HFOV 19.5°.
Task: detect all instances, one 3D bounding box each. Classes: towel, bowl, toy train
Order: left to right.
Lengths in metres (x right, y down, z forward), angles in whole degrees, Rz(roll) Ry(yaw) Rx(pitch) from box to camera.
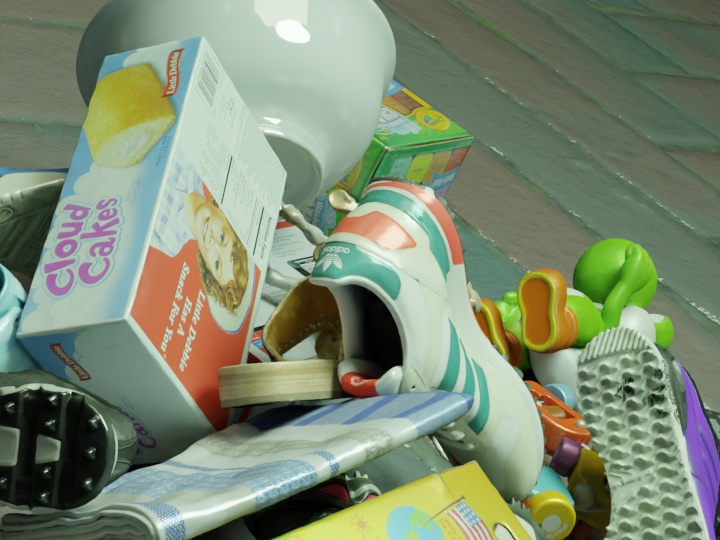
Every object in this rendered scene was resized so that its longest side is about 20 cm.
[{"bbox_3d":[-0.061,0.094,0.986,0.199,0.024,0.146,-20,5,-39],"label":"towel"},{"bbox_3d":[-0.073,-0.090,1.264,0.200,0.201,0.091,15,52,-28],"label":"bowl"},{"bbox_3d":[0.095,0.119,1.267,0.150,0.056,0.199,35,20,27],"label":"toy train"}]

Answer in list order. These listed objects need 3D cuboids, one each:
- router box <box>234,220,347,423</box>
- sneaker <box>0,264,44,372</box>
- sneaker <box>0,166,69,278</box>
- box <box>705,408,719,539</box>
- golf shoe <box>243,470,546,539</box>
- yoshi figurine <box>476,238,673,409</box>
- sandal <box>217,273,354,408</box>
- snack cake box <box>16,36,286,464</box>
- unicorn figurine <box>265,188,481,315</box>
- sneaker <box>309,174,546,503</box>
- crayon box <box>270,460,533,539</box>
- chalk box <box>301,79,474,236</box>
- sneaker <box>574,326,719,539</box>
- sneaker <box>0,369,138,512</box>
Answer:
[{"bbox_3d":[-0.077,0.015,1.299,0.179,0.049,0.199,36,23,21],"label":"router box"},{"bbox_3d":[-0.180,0.038,1.073,0.074,0.082,0.199,42,22,30],"label":"sneaker"},{"bbox_3d":[-0.220,-0.045,1.189,0.198,0.077,0.111,-10,40,-25],"label":"sneaker"},{"bbox_3d":[0.268,0.165,1.376,0.159,0.044,0.200,18,23,-23],"label":"box"},{"bbox_3d":[0.024,0.159,1.088,0.199,0.077,0.089,13,52,-41],"label":"golf shoe"},{"bbox_3d":[0.153,0.022,1.485,0.112,0.113,0.199,33,18,33],"label":"yoshi figurine"},{"bbox_3d":[-0.020,0.035,1.137,0.077,0.070,0.211,-6,-4,19],"label":"sandal"},{"bbox_3d":[-0.105,-0.012,1.121,0.115,0.067,0.201,60,30,-42],"label":"snack cake box"},{"bbox_3d":[0.000,0.000,1.231,0.137,0.074,0.200,32,1,-35],"label":"unicorn figurine"},{"bbox_3d":[0.028,0.056,1.096,0.070,0.201,0.093,1,34,41],"label":"sneaker"},{"bbox_3d":[0.015,0.172,0.956,0.199,0.051,0.127,-15,61,-44],"label":"crayon box"},{"bbox_3d":[-0.014,-0.067,1.460,0.199,0.125,0.124,36,23,21],"label":"chalk box"},{"bbox_3d":[0.182,0.137,1.203,0.099,0.069,0.202,24,56,-53],"label":"sneaker"},{"bbox_3d":[-0.191,0.074,0.973,0.198,0.067,0.090,7,-1,17],"label":"sneaker"}]
